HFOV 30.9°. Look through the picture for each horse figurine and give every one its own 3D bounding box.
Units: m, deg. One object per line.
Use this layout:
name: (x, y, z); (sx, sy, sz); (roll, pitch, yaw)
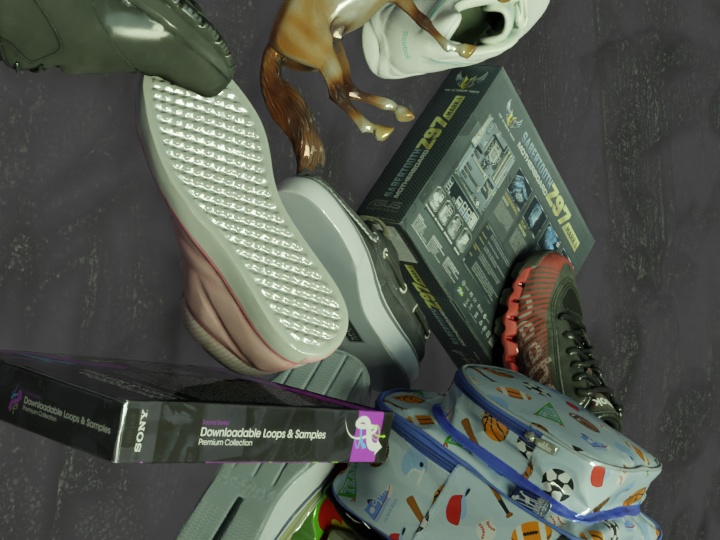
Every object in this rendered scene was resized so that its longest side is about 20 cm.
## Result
horse figurine: (0.000, -0.159, 0.834); (0.200, 0.133, 0.050); (-50, 172, -16)

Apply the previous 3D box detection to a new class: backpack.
backpack: (0.085, 0.143, 0.826); (0.200, 0.190, 0.154); (24, 89, -62)

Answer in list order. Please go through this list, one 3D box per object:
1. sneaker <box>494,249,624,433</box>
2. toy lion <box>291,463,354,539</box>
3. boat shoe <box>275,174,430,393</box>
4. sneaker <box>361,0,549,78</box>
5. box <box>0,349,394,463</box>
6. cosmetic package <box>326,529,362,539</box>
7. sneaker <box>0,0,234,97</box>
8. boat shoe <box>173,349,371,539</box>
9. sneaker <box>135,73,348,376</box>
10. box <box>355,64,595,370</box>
sneaker: (0.148, 0.079, 0.949); (0.071, 0.098, 0.201); (24, 66, -45)
toy lion: (0.028, 0.201, 0.956); (0.192, 0.069, 0.200); (-8, 103, -41)
boat shoe: (0.000, 0.000, 0.880); (0.200, 0.070, 0.066); (59, 47, -37)
sneaker: (0.091, -0.181, 0.942); (0.200, 0.080, 0.070); (-32, 117, -43)
box: (-0.099, 0.076, 0.721); (0.200, 0.143, 0.036); (12, 89, -48)
cosmetic package: (-0.007, 0.288, 0.879); (0.105, 0.071, 0.200); (27, 87, -36)
sneaker: (-0.150, -0.137, 0.681); (0.091, 0.076, 0.200); (-50, 135, 9)
boat shoe: (-0.060, 0.137, 0.846); (0.200, 0.072, 0.062); (-53, 160, -29)
sneaker: (-0.089, -0.025, 0.780); (0.075, 0.105, 0.200); (-26, 86, -34)
box: (0.094, -0.031, 0.990); (0.158, 0.051, 0.200); (-57, 133, -24)
